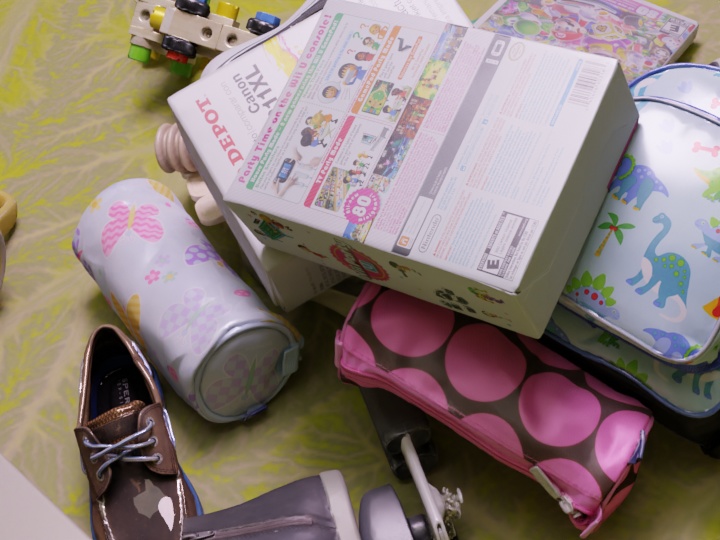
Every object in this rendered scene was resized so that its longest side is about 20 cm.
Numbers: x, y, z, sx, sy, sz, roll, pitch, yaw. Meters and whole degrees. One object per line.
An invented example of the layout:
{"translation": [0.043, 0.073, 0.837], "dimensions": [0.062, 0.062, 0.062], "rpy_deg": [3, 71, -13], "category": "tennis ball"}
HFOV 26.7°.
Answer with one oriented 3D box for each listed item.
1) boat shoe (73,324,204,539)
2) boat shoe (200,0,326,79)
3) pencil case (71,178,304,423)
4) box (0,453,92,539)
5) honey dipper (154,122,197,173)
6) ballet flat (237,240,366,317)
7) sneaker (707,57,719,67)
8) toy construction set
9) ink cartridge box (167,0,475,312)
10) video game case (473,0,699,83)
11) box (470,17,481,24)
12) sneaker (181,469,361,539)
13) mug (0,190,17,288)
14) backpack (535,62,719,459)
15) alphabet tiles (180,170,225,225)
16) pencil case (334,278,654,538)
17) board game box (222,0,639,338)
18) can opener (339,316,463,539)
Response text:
{"translation": [-0.151, 0.118, 0.968], "dimensions": [0.072, 0.073, 0.201], "rpy_deg": [-20, 46, -6], "category": "boat shoe"}
{"translation": [-0.031, -0.169, 1.159], "dimensions": [0.199, 0.069, 0.056], "rpy_deg": [-36, 33, -23], "category": "boat shoe"}
{"translation": [-0.122, 0.016, 1.052], "dimensions": [0.090, 0.084, 0.200], "rpy_deg": [-29, 47, -20], "category": "pencil case"}
{"translation": [-0.187, 0.197, 0.906], "dimensions": [0.082, 0.069, 0.199], "rpy_deg": [-38, 50, -22], "category": "box"}
{"translation": [-0.054, -0.094, 1.088], "dimensions": [0.198, 0.038, 0.038], "rpy_deg": [-2, 46, 23], "category": "honey dipper"}
{"translation": [0.000, 0.000, 1.049], "dimensions": [0.198, 0.070, 0.070], "rpy_deg": [14, 52, 25], "category": "ballet flat"}
{"translation": [0.252, -0.063, 1.057], "dimensions": [0.084, 0.077, 0.201], "rpy_deg": [-23, 42, 21], "category": "sneaker"}
{"translation": [-0.103, -0.190, 1.234], "dimensions": [0.198, 0.131, 0.093], "rpy_deg": [4, 91, 9], "category": "toy construction set"}
{"translation": [-0.005, -0.089, 1.001], "dimensions": [0.199, 0.083, 0.146], "rpy_deg": [-30, 70, -5], "category": "ink cartridge box"}
{"translation": [0.154, -0.163, 1.148], "dimensions": [0.142, 0.018, 0.200], "rpy_deg": [26, 46, 19], "category": "video game case"}
{"translation": [0.099, -0.120, 1.158], "dimensions": [0.143, 0.037, 0.201], "rpy_deg": [-17, 44, -2], "category": "box"}
{"translation": [-0.039, 0.206, 0.858], "dimensions": [0.105, 0.075, 0.201], "rpy_deg": [-14, 36, -5], "category": "sneaker"}
{"translation": [-0.337, -0.028, 1.110], "dimensions": [0.152, 0.150, 0.188], "rpy_deg": [15, 58, 16], "category": "mug"}
{"translation": [0.195, -0.023, 0.916], "dimensions": [0.182, 0.147, 0.201], "rpy_deg": [31, 82, 26], "category": "backpack"}
{"translation": [-0.037, -0.093, 1.123], "dimensions": [0.194, 0.015, 0.200], "rpy_deg": [-24, 31, -5], "category": "alphabet tiles"}
{"translation": [0.075, 0.075, 0.904], "dimensions": [0.199, 0.091, 0.094], "rpy_deg": [30, 54, 14], "category": "pencil case"}
{"translation": [0.040, -0.065, 0.881], "dimensions": [0.199, 0.064, 0.148], "rpy_deg": [19, 74, 30], "category": "board game box"}
{"translation": [0.018, 0.107, 0.951], "dimensions": [0.066, 0.053, 0.201], "rpy_deg": [-16, 45, -1], "category": "can opener"}
